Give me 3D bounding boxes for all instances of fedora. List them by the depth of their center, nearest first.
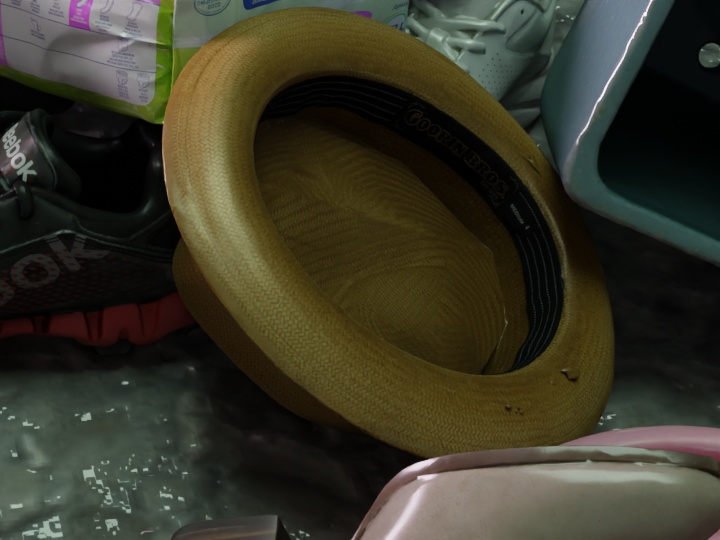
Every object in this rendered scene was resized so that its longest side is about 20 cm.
[{"bbox_3d":[0.000,0.000,0.802,0.200,0.082,0.201,24,46,-28],"label":"fedora"}]

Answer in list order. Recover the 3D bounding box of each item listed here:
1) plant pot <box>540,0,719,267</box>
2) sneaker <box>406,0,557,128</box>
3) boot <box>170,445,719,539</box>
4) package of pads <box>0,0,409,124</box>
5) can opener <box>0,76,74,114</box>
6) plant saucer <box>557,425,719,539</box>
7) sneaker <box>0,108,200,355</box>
[{"bbox_3d":[0.185,-0.101,0.887,0.196,0.196,0.200,23,10,-13],"label":"plant pot"},{"bbox_3d":[0.028,-0.086,0.927,0.078,0.099,0.200,22,40,13],"label":"sneaker"},{"bbox_3d":[0.011,0.133,0.626,0.200,0.070,0.146,-13,52,21],"label":"boot"},{"bbox_3d":[-0.102,-0.122,0.873,0.200,0.068,0.154,19,27,32],"label":"package of pads"},{"bbox_3d":[-0.215,-0.096,0.918,0.200,0.079,0.063,15,12,-6],"label":"can opener"},{"bbox_3d":[0.118,0.134,0.709,0.200,0.051,0.201,6,39,-5],"label":"plant saucer"},{"bbox_3d":[-0.146,-0.011,0.799,0.200,0.098,0.071,-10,43,-20],"label":"sneaker"}]
